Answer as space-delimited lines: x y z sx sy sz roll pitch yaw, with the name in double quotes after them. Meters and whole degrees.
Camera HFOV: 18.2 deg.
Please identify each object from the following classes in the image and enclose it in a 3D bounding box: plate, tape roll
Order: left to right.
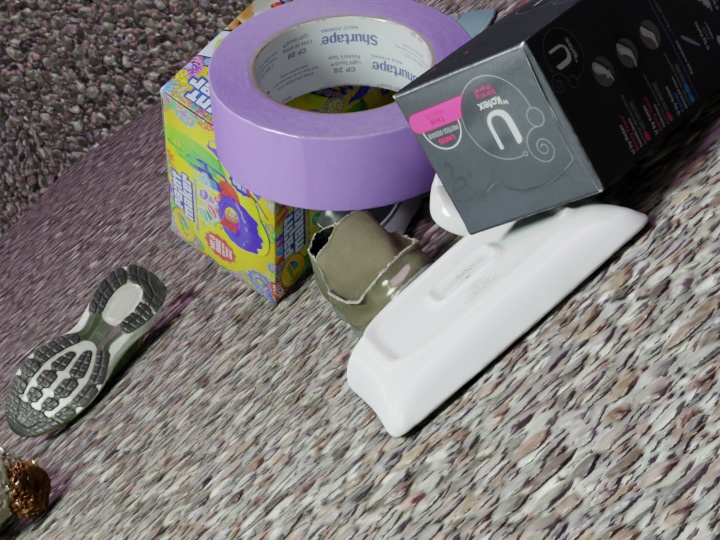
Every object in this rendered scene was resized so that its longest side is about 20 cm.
-0.011 -0.128 1.666 0.199 0.066 0.200 -3 38 2 "tape roll"
0.055 -0.212 2.309 0.200 0.026 0.200 -38 13 10 "plate"
0.073 0.012 1.403 0.199 0.032 0.200 -40 12 -2 "plate"

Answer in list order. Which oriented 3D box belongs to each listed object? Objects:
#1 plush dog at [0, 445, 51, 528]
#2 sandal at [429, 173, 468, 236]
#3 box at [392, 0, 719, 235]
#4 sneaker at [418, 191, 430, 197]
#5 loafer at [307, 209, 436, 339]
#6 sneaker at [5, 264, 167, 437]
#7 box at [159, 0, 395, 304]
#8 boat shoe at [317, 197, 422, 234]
-0.352 0.188 1.845 0.172 0.199 0.161 -41 40 50 "plush dog"
0.093 -0.071 1.580 0.203 0.082 0.050 -48 -23 -53 "sandal"
0.138 -0.123 1.415 0.122 0.106 0.200 -19 14 47 "box"
0.101 -0.140 1.764 0.200 0.078 0.112 -49 13 -34 "sneaker"
0.000 0.000 1.577 0.075 0.070 0.200 -43 10 -11 "loafer"
-0.254 0.091 2.126 0.200 0.077 0.089 -47 -18 -23 "sneaker"
-0.056 -0.117 1.854 0.193 0.122 0.200 -46 -21 -25 "box"
0.005 -0.049 1.766 0.069 0.057 0.200 -38 7 11 "boat shoe"
